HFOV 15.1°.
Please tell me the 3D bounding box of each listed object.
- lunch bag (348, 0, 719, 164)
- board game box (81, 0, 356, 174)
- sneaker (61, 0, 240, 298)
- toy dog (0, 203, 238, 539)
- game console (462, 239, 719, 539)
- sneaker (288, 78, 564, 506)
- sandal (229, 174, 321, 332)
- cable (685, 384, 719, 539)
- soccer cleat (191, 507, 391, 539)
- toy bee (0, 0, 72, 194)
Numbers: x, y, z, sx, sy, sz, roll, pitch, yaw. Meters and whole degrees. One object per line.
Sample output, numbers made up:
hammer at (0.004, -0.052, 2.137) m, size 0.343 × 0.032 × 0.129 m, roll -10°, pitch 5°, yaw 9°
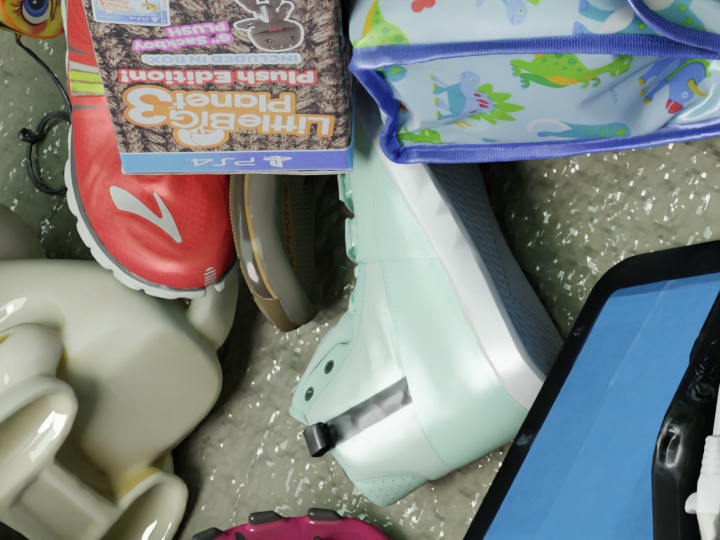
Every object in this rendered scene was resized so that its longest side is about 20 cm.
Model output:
lunch bag at (0.098, -0.141, 1.055) m, size 0.199 × 0.128 × 0.171 m, roll -2°, pitch 70°, yaw 9°
board game box at (-0.053, -0.155, 1.053) m, size 0.096 × 0.200 × 0.160 m, roll 0°, pitch 62°, yaw 3°
sneaker at (-0.099, -0.084, 1.186) m, size 0.085 × 0.077 × 0.201 m, roll 101°, pitch 156°, yaw -67°
toy dog at (-0.167, 0.031, 1.243) m, size 0.200 × 0.139 × 0.194 m, roll 34°, pitch 91°, yaw 43°
game console at (0.101, 0.028, 0.960) m, size 0.116 × 0.176 × 0.200 m, roll 16°, pitch 54°, yaw 20°
sneaker at (0.000, 0.000, 1.136) m, size 0.118 × 0.074 × 0.201 m, roll -36°, pitch 58°, yaw 21°
sandal at (-0.030, -0.074, 1.192) m, size 0.054 × 0.082 × 0.201 m, roll -12°, pitch 71°, yaw 17°
cable at (0.181, 0.023, 0.882) m, size 0.069 × 0.200 × 0.201 m, roll 12°, pitch 93°, yaw 27°
soccer cleat at (-0.075, 0.166, 1.128) m, size 0.070 × 0.199 × 0.087 m, roll 51°, pitch 157°, yaw 47°
toy bee at (-0.147, -0.153, 1.300) m, size 0.130 × 0.109 × 0.201 m, roll -10°, pitch 70°, yaw 38°
